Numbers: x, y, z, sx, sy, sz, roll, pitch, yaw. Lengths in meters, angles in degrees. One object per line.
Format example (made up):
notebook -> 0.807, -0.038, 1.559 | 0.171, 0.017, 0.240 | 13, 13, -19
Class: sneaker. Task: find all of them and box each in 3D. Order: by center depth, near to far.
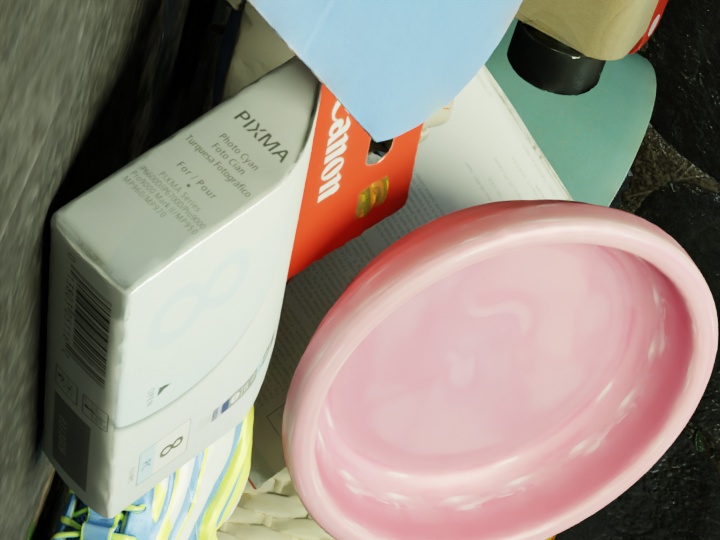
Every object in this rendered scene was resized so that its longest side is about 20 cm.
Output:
sneaker -> -0.099, 0.120, 0.950 | 0.105, 0.075, 0.201 | -64, 171, -73

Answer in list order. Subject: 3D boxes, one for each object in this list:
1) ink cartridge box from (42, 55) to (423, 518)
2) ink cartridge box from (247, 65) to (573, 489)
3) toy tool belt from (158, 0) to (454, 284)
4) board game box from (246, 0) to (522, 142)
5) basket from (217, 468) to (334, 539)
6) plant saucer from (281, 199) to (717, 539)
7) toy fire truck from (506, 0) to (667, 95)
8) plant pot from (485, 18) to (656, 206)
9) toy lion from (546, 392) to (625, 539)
ink cartridge box -> -0.031, -0.010, 0.866 | 0.199, 0.047, 0.161 | -34, 156, -28
ink cartridge box -> 0.000, 0.000, 1.064 | 0.199, 0.109, 0.050 | -35, -171, -7
toy tool belt -> -0.013, -0.093, 0.992 | 0.123, 0.124, 0.201 | -48, 156, -66
board game box -> 0.001, -0.144, 0.786 | 0.159, 0.039, 0.200 | -63, 145, -12
basket -> -0.037, 0.156, 1.193 | 0.161, 0.198, 0.199 | 99, 7, -58
plant saucer -> 0.057, 0.043, 0.997 | 0.051, 0.199, 0.202 | -116, -149, -45
toy fire truck -> 0.085, -0.183, 1.115 | 0.200, 0.175, 0.129 | -47, 161, -47
plant pot -> 0.030, -0.077, 1.187 | 0.201, 0.161, 0.201 | -49, -165, 18
toy lion -> 0.103, 0.090, 1.184 | 0.200, 0.068, 0.193 | -45, 157, -62
